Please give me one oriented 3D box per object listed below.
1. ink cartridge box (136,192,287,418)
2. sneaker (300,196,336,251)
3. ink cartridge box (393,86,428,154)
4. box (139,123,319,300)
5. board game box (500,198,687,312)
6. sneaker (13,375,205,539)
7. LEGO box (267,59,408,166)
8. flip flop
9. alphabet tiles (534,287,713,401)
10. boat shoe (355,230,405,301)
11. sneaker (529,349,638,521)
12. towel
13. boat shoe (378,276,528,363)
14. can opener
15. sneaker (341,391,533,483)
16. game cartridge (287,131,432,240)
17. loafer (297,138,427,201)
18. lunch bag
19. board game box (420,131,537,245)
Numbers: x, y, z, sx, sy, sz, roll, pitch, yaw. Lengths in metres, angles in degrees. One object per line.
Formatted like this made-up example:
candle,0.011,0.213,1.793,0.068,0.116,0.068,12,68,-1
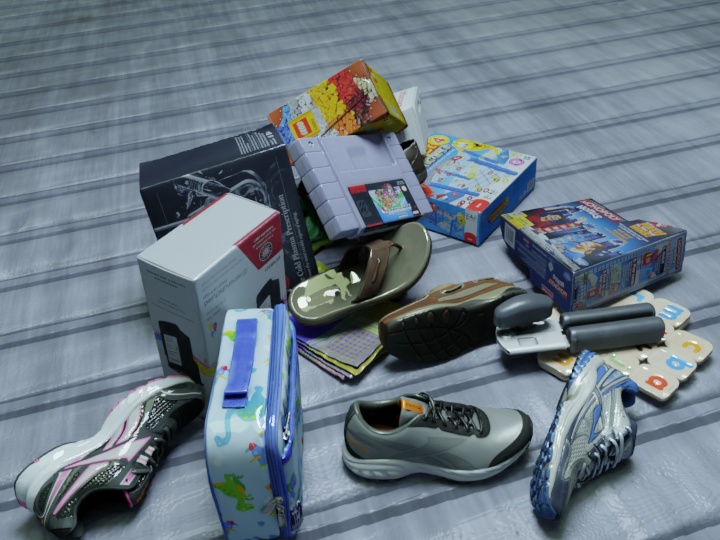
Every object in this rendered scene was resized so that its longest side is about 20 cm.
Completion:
ink cartridge box,-0.153,0.042,0.818,0.081,0.204,0.146,19,41,25
sneaker,-0.071,-0.078,1.079,0.073,0.085,0.200,19,41,30
ink cartridge box,0.010,-0.222,1.212,0.196,0.085,0.147,-15,23,15
box,-0.162,-0.054,0.930,0.178,0.204,0.104,-18,28,-8
board game box,0.316,-0.029,0.980,0.195,0.063,0.201,-9,27,-13
sneaker,-0.233,0.194,0.739,0.199,0.081,0.086,-37,58,-27
LEGO box,-0.025,-0.210,1.037,0.147,0.079,0.200,-27,0,13
flip flop,0.000,0.000,0.898,0.196,0.058,0.082,-25,57,-6
alphabet tiles,0.304,0.080,0.880,0.198,0.015,0.194,-30,40,-32
boat shoe,0.026,-0.035,1.021,0.073,0.074,0.202,-8,41,0
sneaker,0.228,0.163,0.722,0.084,0.078,0.201,23,48,17
towel,-0.032,0.058,0.938,0.198,0.023,0.143,28,47,36
boat shoe,0.110,0.055,0.894,0.196,0.077,0.074,-10,29,-22
can opener,0.251,0.057,0.848,0.195,0.068,0.054,-7,34,-1
sneaker,0.077,0.161,0.735,0.195,0.081,0.075,-3,33,-2
game cartridge,0.008,-0.110,0.929,0.198,0.038,0.131,-16,73,-51
loafer,0.000,-0.147,1.050,0.196,0.073,0.073,-15,28,-18
lunch bag,-0.098,0.141,0.708,0.080,0.164,0.202,-4,34,0
board game box,0.149,-0.137,1.162,0.193,0.057,0.200,20,42,30
